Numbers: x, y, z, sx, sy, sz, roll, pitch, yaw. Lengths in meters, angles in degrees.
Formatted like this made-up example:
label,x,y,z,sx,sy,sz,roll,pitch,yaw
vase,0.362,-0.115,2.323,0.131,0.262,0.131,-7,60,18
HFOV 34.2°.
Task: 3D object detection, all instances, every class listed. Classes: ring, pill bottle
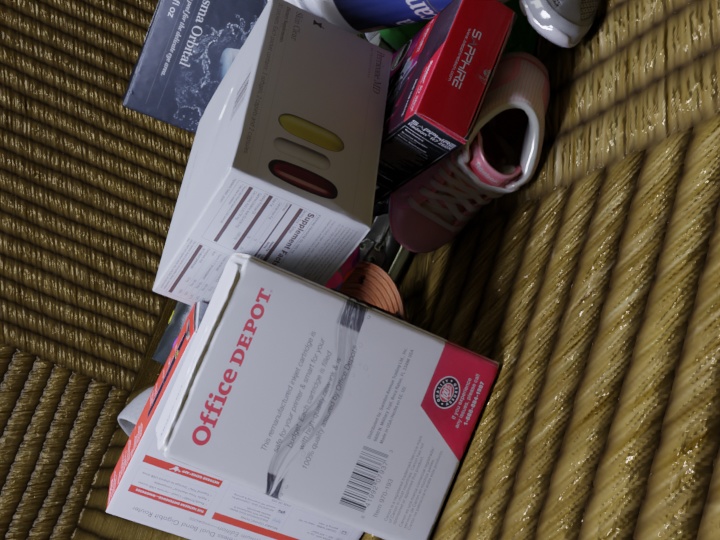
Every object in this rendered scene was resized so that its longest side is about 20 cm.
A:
label,x,y,z,sx,sy,sz,roll,pitch,yaw
ring,-0.022,0.088,1.068,0.200,0.019,0.201,-28,50,40
pill bottle,0.023,-0.256,0.959,0.200,0.111,0.111,-5,54,30

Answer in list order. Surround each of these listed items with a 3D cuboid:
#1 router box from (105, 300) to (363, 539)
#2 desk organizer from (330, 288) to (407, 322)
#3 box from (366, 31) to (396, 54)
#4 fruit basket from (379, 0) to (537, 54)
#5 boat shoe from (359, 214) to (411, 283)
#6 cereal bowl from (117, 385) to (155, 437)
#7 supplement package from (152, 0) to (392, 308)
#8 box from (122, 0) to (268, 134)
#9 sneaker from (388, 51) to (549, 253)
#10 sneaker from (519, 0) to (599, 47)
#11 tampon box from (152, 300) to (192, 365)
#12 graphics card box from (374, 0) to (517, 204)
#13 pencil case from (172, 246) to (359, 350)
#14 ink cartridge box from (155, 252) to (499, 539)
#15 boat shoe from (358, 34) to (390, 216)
label,x,y,z,sx,sy,sz,roll,pitch,yaw
router box,-0.074,0.140,0.920,0.180,0.200,0.049,-60,18,22
desk organizer,-0.036,0.120,0.985,0.200,0.077,0.072,-56,36,15
box,0.042,-0.220,1.243,0.200,0.115,0.132,-32,37,67
fruit basket,0.068,-0.272,1.092,0.216,0.155,0.216,-29,44,32
boat shoe,0.000,0.000,1.149,0.201,0.066,0.072,-67,14,3
cereal bowl,-0.138,0.178,1.145,0.083,0.200,0.200,-50,8,-20
supplement package,-0.065,-0.080,0.909,0.156,0.111,0.200,-49,25,43
box,-0.121,-0.239,1.233,0.117,0.200,0.197,-103,35,-66
sneaker,0.083,-0.078,0.946,0.200,0.075,0.105,-54,13,29
sneaker,0.176,-0.270,0.914,0.082,0.075,0.200,-21,51,61
tampon box,-0.100,0.029,1.237,0.200,0.126,0.150,-65,-18,9
graphics card box,0.040,-0.131,0.950,0.200,0.051,0.126,-31,34,63
pencil case,-0.079,0.028,1.020,0.200,0.088,0.088,-53,3,-38
ink cartridge box,-0.026,0.090,0.824,0.145,0.200,0.083,-67,15,-2
boat shoe,0.022,-0.149,1.114,0.075,0.093,0.200,-19,80,63
